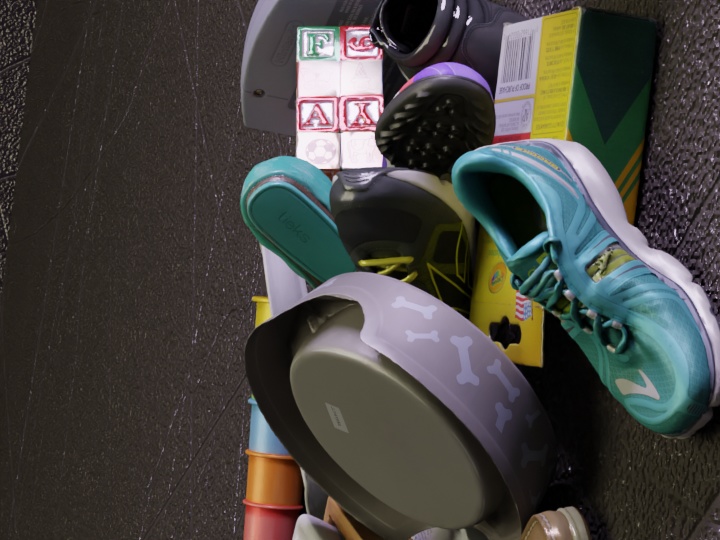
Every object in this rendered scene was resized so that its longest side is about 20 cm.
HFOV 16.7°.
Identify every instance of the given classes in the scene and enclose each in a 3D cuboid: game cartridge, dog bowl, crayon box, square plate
[{"bbox_3d":[-0.009,-0.161,1.693,0.200,0.133,0.040,120,151,-51],"label":"game cartridge"},{"bbox_3d":[0.027,0.084,1.416,0.059,0.200,0.200,-46,-1,-28],"label":"dog bowl"},{"bbox_3d":[0.112,-0.044,1.395,0.127,0.051,0.200,-175,93,-73],"label":"crayon box"},{"bbox_3d":[-0.042,0.068,1.706,0.198,0.028,0.200,88,172,-73],"label":"square plate"}]

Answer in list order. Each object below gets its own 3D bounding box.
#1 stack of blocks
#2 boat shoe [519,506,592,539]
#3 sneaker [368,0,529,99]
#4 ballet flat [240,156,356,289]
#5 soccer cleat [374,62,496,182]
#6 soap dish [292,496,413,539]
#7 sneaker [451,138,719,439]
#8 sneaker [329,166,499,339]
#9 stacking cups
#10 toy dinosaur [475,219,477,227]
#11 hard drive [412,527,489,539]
[{"bbox_3d":[-0.013,-0.064,1.691,0.200,0.059,0.115,89,180,-60],"label":"stack of blocks"},{"bbox_3d":[0.078,0.221,1.368,0.074,0.066,0.200,-118,39,-62],"label":"boat shoe"},{"bbox_3d":[0.044,-0.152,1.540,0.071,0.099,0.200,-66,24,0],"label":"sneaker"},{"bbox_3d":[0.000,0.000,1.582,0.067,0.200,0.070,-35,19,20],"label":"ballet flat"},{"bbox_3d":[0.045,-0.088,1.462,0.200,0.068,0.073,98,-177,-69],"label":"soccer cleat"},{"bbox_3d":[-0.004,0.255,1.491,0.157,0.081,0.200,-139,58,-74],"label":"soap dish"},{"bbox_3d":[0.113,0.010,1.261,0.200,0.080,0.078,54,125,32],"label":"sneaker"},{"bbox_3d":[0.036,0.012,1.449,0.200,0.074,0.085,53,-139,-49],"label":"sneaker"},{"bbox_3d":[-0.063,0.121,1.879,0.061,0.060,0.200,180,96,-73],"label":"stacking cups"},{"bbox_3d":[0.054,-0.062,1.610,0.088,0.047,0.200,128,150,-53],"label":"toy dinosaur"},{"bbox_3d":[0.044,0.229,1.543,0.132,0.027,0.200,-109,31,-56],"label":"hard drive"}]
